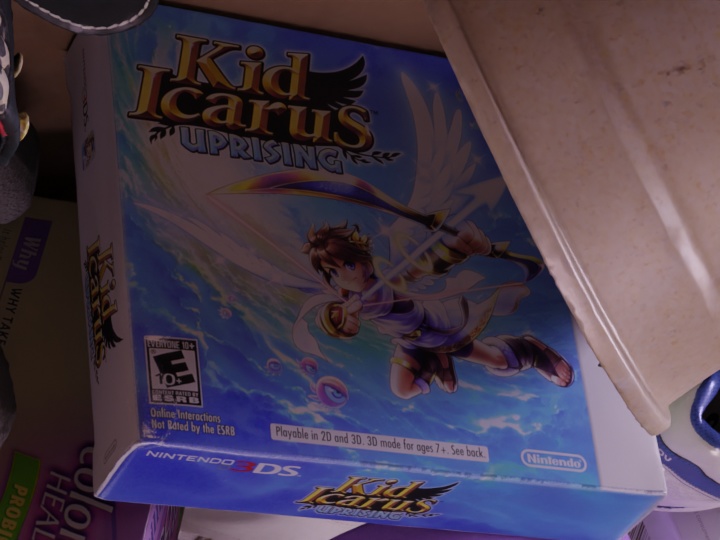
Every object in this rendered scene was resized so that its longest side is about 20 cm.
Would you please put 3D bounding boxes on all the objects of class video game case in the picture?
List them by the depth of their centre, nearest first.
[{"bbox_3d":[0.000,0.000,0.832,0.200,0.181,0.045,8,144,-25],"label":"video game case"}]

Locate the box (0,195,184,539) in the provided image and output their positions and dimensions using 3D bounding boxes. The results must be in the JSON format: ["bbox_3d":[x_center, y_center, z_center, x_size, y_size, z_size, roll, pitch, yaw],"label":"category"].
[{"bbox_3d":[-0.163,0.063,0.854,0.200,0.176,0.097,8,140,2],"label":"box"}]

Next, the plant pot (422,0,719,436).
[{"bbox_3d":[0.133,-0.075,0.749,0.183,0.201,0.200,-25,147,9],"label":"plant pot"}]

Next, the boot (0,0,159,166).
[{"bbox_3d":[-0.116,-0.086,0.685,0.073,0.154,0.204,-17,149,16],"label":"boot"}]

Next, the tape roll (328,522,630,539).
[{"bbox_3d":[0.018,0.155,0.897,0.200,0.066,0.200,-22,158,-9],"label":"tape roll"}]

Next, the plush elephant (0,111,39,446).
[{"bbox_3d":[-0.210,-0.029,0.762,0.155,0.165,0.200,-12,140,10],"label":"plush elephant"}]

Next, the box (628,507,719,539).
[{"bbox_3d":[0.209,0.078,1.027,0.200,0.125,0.098,-17,153,-10],"label":"box"}]

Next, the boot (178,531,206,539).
[{"bbox_3d":[-0.003,0.107,0.991,0.200,0.096,0.074,-31,147,32],"label":"boot"}]

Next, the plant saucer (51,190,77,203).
[{"bbox_3d":[-0.088,0.014,0.987,0.200,0.031,0.200,-6,149,-4],"label":"plant saucer"}]

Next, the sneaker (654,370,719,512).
[{"bbox_3d":[0.191,0.056,0.913,0.200,0.075,0.088,-11,174,-22],"label":"sneaker"}]

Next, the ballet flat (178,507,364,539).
[{"bbox_3d":[-0.090,0.086,0.951,0.200,0.070,0.069,12,151,9],"label":"ballet flat"}]
